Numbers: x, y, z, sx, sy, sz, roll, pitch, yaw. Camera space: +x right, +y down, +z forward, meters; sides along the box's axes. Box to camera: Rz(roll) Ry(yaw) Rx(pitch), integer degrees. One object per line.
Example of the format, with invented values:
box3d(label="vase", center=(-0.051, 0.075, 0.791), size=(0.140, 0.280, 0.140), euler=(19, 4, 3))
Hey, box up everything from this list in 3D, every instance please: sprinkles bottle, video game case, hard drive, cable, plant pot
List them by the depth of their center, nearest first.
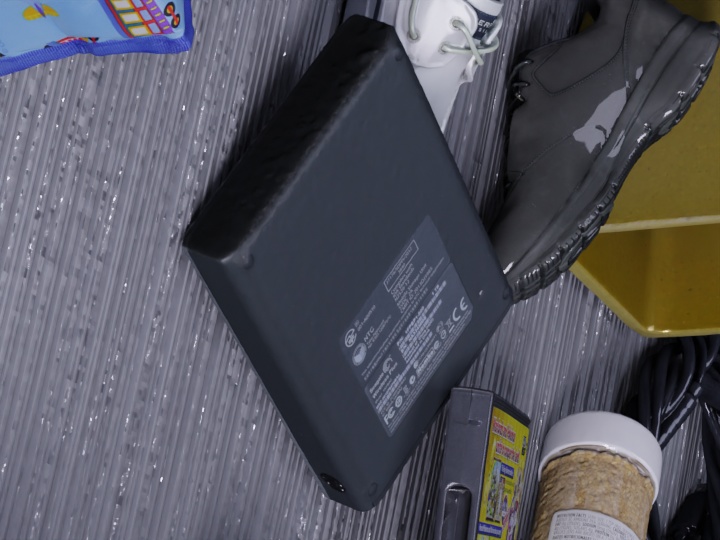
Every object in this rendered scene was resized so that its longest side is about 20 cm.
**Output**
box3d(label="hard drive", center=(0.000, 0.000, 1.337), size=(0.140, 0.033, 0.200), euler=(-54, 144, -23))
box3d(label="video game case", center=(0.055, 0.155, 1.463), size=(0.200, 0.025, 0.182), euler=(38, 60, -80))
box3d(label="sprinkles bottle", center=(0.118, 0.169, 1.574), size=(0.201, 0.068, 0.068), euler=(-75, 155, -43))
box3d(label="plant pot", center=(0.224, -0.090, 1.665), size=(0.195, 0.193, 0.201), euler=(38, 51, -61))
box3d(label="cable", center=(0.203, 0.120, 1.803), size=(0.200, 0.051, 0.164), euler=(-34, 124, -58))

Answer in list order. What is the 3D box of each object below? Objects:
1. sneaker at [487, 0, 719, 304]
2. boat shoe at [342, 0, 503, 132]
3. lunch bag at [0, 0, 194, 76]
box3d(label="sneaker", center=(0.106, -0.068, 1.546), size=(0.200, 0.091, 0.076), euler=(-54, 174, -16))
box3d(label="boat shoe", center=(0.034, -0.123, 1.383), size=(0.073, 0.066, 0.201), euler=(-7, 101, -64))
box3d(label="lunch bag", center=(-0.113, -0.197, 1.056), size=(0.151, 0.094, 0.201), euler=(57, 35, -48))
